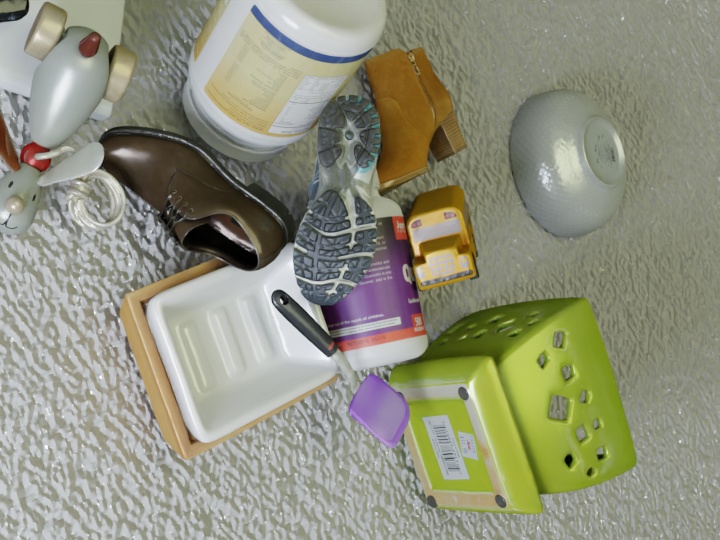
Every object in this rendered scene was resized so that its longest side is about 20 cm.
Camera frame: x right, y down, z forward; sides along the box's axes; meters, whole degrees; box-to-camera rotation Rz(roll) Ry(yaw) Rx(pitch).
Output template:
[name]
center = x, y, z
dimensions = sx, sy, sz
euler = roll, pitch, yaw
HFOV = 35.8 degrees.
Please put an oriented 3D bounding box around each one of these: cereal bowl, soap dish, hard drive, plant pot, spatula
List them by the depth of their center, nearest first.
[hard drive]
center = -0.309, -0.226, 0.998
dimensions = 0.199, 0.026, 0.133
euler = 16, 70, -39
[soap dish]
center = -0.125, 0.068, 1.061
dimensions = 0.199, 0.081, 0.159
euler = -24, 96, -42
[spatula]
center = -0.020, 0.090, 1.084
dimensions = 0.200, 0.020, 0.057
euler = 50, 52, -23
[plant pot]
center = 0.154, 0.158, 1.225
dimensions = 0.180, 0.198, 0.202
euler = -23, 96, -36
[cereal bowl]
center = 0.293, -0.150, 1.492
dimensions = 0.199, 0.083, 0.203
euler = 12, 72, -39

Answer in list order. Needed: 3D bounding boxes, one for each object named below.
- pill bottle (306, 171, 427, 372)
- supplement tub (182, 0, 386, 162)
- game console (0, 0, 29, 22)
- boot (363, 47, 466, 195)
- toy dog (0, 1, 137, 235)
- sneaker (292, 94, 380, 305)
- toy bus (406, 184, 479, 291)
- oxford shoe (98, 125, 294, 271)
[pill bottle]
center = 0.000, 0.000, 1.169
dimensions = 0.112, 0.112, 0.202
euler = -9, 87, -43
[supplement tub]
center = -0.079, -0.211, 1.067
dimensions = 0.143, 0.200, 0.146
euler = 17, 52, -23
[game console]
center = -0.387, -0.281, 0.910
dimensions = 0.198, 0.031, 0.179
euler = -16, 86, -32
[boot]
center = 0.036, -0.174, 1.281
dimensions = 0.201, 0.070, 0.145
euler = -34, 98, -45
[toy dog]
center = -0.254, -0.130, 0.946
dimensions = 0.130, 0.096, 0.203
euler = 3, 88, -22
[sneaker]
center = -0.016, -0.066, 1.085
dimensions = 0.077, 0.086, 0.202
euler = 12, 93, -1
[toy bus]
center = 0.090, -0.037, 1.219
dimensions = 0.200, 0.064, 0.079
euler = -66, 142, -76
[oxford shoe]
center = -0.160, -0.066, 1.019
dimensions = 0.199, 0.073, 0.085
euler = 28, 38, 2
